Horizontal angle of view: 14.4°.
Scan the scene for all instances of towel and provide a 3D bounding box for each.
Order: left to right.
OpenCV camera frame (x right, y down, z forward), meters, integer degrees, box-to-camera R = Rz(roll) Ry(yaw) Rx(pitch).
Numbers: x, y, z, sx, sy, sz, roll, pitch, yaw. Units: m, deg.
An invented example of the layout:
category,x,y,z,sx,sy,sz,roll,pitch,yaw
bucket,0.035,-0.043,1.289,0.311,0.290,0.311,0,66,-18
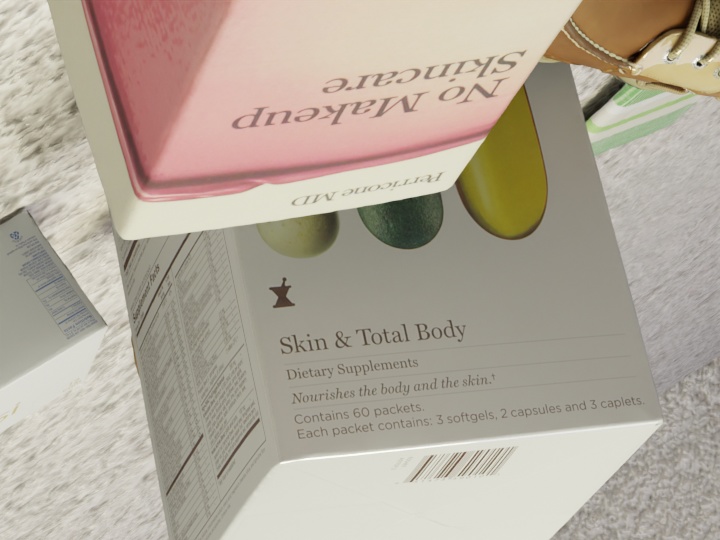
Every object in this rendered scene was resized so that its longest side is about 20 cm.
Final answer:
category,x,y,z,sx,sy,sz,roll,pitch,yaw
towel,0.211,-0.139,1.766,0.152,0.023,0.200,-23,164,-49

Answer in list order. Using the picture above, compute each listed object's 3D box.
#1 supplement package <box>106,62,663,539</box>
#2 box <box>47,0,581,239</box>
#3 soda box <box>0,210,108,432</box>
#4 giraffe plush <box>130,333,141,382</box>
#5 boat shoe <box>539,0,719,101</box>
category,x,y,z,sx,sy,sz,roll,pitch,yaw
supplement package,0.000,0.000,1.094,0.151,0.201,0.151,-4,157,-20
box,-0.011,-0.106,0.887,0.127,0.109,0.200,-10,158,-21
soda box,-0.205,0.059,1.173,0.200,0.064,0.068,-31,168,-24
giraffe plush,-0.004,-0.016,1.316,0.173,0.200,0.162,-49,-164,22
boat shoe,0.114,-0.101,1.044,0.200,0.074,0.076,2,104,-65
